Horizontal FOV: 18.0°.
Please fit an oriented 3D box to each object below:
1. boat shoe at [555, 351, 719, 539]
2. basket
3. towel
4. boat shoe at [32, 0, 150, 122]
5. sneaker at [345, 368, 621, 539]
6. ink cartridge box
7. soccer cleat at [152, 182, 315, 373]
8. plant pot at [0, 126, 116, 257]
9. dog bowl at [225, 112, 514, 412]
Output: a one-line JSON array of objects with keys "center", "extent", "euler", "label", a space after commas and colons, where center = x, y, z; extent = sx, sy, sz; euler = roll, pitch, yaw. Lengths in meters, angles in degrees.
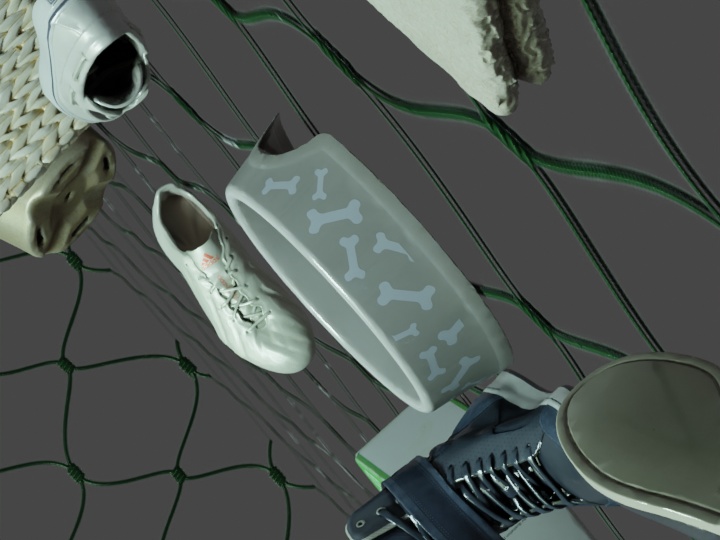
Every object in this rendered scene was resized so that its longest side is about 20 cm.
[{"center": [0.149, 0.090, 0.905], "extent": [0.063, 0.073, 0.200], "euler": [55, 165, -29], "label": "boat shoe"}, {"center": [-0.303, -0.135, 1.787], "extent": [0.161, 0.198, 0.200], "euler": [44, 172, -6], "label": "basket"}, {"center": [0.002, -0.137, 0.724], "extent": [0.132, 0.034, 0.200], "euler": [43, 170, 24], "label": "towel"}, {"center": [-0.173, -0.137, 1.545], "extent": [0.066, 0.072, 0.200], "euler": [50, 165, 14], "label": "boat shoe"}, {"center": [0.073, 0.130, 1.243], "extent": [0.077, 0.146, 0.202], "euler": [50, 170, -10], "label": "sneaker"}, {"center": [0.104, 0.191, 1.584], "extent": [0.200, 0.083, 0.147], "euler": [52, 171, -21], "label": "ink cartridge box"}, {"center": [-0.114, 0.008, 1.931], "extent": [0.200, 0.069, 0.078], "euler": [48, 170, 20], "label": "soccer cleat"}, {"center": [-0.348, -0.114, 2.227], "extent": [0.183, 0.201, 0.201], "euler": [32, 168, 18], "label": "plant pot"}, {"center": [0.000, 0.000, 1.308], "extent": [0.200, 0.059, 0.200], "euler": [46, 172, 8], "label": "dog bowl"}]
